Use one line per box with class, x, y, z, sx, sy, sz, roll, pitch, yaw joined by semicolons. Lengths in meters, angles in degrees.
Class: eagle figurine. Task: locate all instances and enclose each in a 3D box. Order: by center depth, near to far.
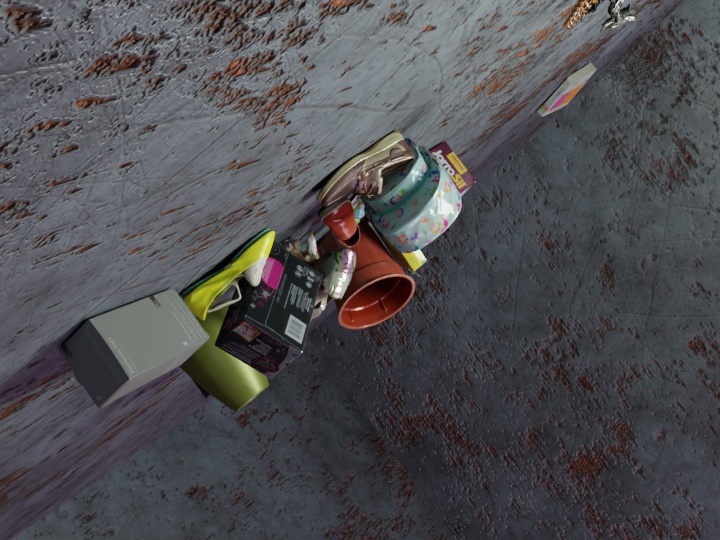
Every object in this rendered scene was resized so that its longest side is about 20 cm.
eagle figurine;-0.109;-0.010;1.581;0.150;0.153;0.200;-28;-173;5

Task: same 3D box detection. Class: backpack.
backpack;0.092;-0.139;1.413;0.177;0.150;0.201;-38;-141;11

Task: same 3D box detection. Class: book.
book;0.703;-0.614;2.546;0.133;0.048;0.200;-34;173;-26

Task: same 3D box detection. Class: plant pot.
plant pot;-0.295;0.200;1.635;0.186;0.201;0.187;-37;175;-4
plant pot;0.000;0.000;1.779;0.198;0.197;0.202;-21;149;-13

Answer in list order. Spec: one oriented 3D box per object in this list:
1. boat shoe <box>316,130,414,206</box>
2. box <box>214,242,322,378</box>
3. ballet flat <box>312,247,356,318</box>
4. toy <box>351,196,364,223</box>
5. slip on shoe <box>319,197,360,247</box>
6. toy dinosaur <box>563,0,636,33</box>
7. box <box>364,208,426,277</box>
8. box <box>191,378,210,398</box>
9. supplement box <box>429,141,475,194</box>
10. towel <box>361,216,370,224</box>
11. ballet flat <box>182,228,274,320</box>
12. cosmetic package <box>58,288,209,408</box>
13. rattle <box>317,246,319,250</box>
boat shoe;0.013;-0.165;1.311;0.199;0.072;0.072;-37;175;-21
box;-0.165;0.072;1.375;0.114;0.131;0.202;-39;-154;38
ballet flat;-0.072;0.044;1.470;0.200;0.069;0.072;-46;-148;25
toy;0.032;-0.163;1.630;0.115;0.047;0.200;-35;175;-41
slip on shoe;-0.036;-0.099;1.556;0.074;0.062;0.200;-36;164;-3
toy dinosaur;0.438;-0.511;1.335;0.197;0.103;0.136;-25;153;5
box;0.085;-0.076;1.756;0.048;0.202;0.117;-35;-162;-8
box;-0.317;0.188;1.820;0.199;0.125;0.148;-41;176;17
supplement box;0.157;-0.196;1.775;0.199;0.132;0.103;-36;175;-35
towel;0.069;-0.165;1.983;0.192;0.035;0.200;-36;174;-25
ballet flat;-0.214;0.012;1.285;0.199;0.067;0.067;-38;175;-10
cosmetic package;-0.329;0.109;1.099;0.090;0.107;0.200;-39;177;21
rattle;-0.168;0.010;1.895;0.130;0.141;0.203;-22;128;-55
